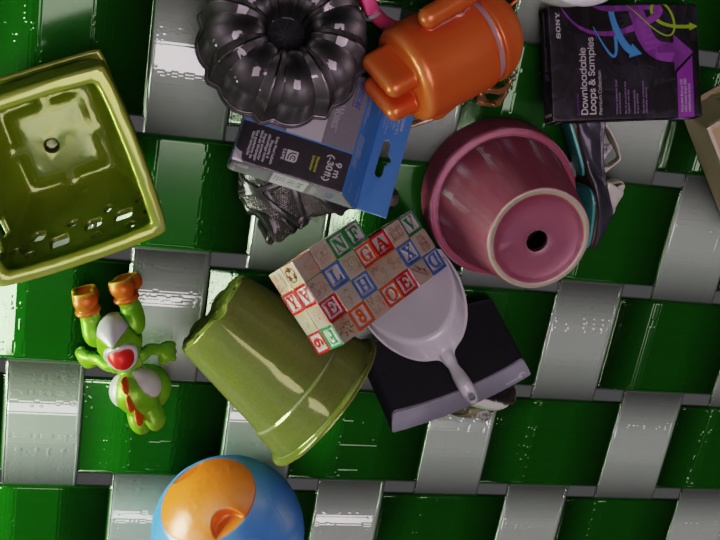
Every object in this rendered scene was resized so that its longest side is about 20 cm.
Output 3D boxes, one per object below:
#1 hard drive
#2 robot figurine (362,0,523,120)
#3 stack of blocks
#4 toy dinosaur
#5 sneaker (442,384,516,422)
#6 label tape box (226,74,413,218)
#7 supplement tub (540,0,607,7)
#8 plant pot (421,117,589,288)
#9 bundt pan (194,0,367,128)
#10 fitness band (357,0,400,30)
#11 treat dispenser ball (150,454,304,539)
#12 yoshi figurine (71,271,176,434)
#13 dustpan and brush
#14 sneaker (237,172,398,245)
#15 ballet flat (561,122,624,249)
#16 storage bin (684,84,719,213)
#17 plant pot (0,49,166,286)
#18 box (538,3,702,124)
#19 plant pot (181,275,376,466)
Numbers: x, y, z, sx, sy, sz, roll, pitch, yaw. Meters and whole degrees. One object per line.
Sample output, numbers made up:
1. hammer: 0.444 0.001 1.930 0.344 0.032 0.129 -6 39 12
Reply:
1. hard drive: 0.109 0.119 1.441 0.200 0.135 0.042 -22 152 -6
2. robot figurine: 0.100 -0.246 1.238 0.200 0.117 0.144 -30 112 -15
3. stack of blocks: 0.000 0.000 1.339 0.200 0.059 0.115 -35 94 -37
4. toy dinosaur: 0.129 -0.235 1.345 0.106 0.060 0.200 29 102 5
5. sneaker: 0.109 0.177 1.506 0.200 0.077 0.089 12 131 -9
6. label tape box: -0.039 -0.161 1.276 0.200 0.063 0.144 17 80 -9
7. supplement tub: 0.217 -0.373 1.214 0.140 0.200 0.141 -5 114 -11
8. plant pot: 0.191 -0.071 1.352 0.200 0.179 0.200 -5 113 -11
9. bundt pan: -0.083 -0.264 1.212 0.201 0.076 0.202 2 81 -11
10. fitness band: 0.053 -0.369 1.270 0.143 0.037 0.200 -22 117 -3
11. treat dispenser ball: -0.174 0.344 1.436 0.200 0.201 0.201 -5 114 -11
12. yoshi figurine: -0.293 0.105 1.382 0.112 0.112 0.200 -27 107 -45
13. dustpan and brush: 0.096 0.085 1.413 0.139 0.200 0.057 -31 146 2
14. sneaker: -0.057 -0.084 1.350 0.199 0.076 0.114 10 112 -13
15. ballet flat: 0.309 -0.123 1.418 0.073 0.073 0.200 -16 113 -6
16. storage bin: 0.553 -0.166 1.439 0.198 0.094 0.200 -30 116 1
17. plant pot: -0.340 -0.127 1.206 0.200 0.182 0.199 -19 116 -5
18. box: 0.323 -0.256 1.354 0.200 0.036 0.143 -4 92 -10
19. plant pot: -0.116 0.110 1.372 0.190 0.200 0.200 39 100 -12
